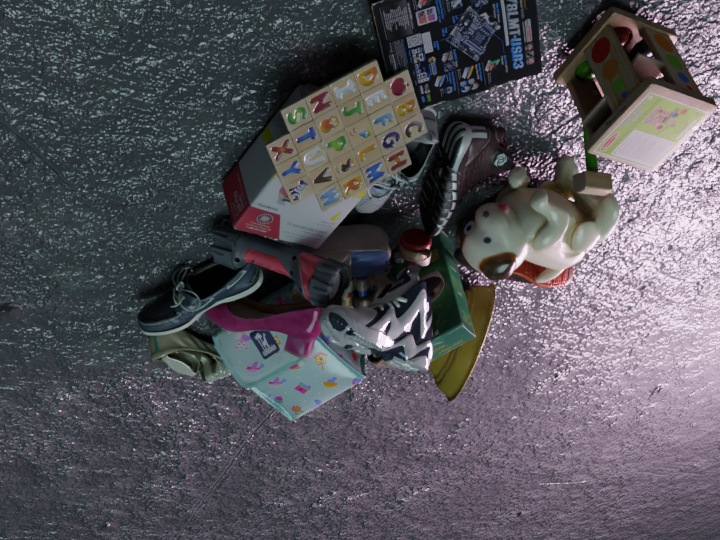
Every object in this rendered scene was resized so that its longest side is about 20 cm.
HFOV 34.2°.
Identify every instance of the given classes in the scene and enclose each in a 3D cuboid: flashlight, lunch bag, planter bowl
[{"bbox_3d":[-0.114,-0.006,1.602,0.198,0.068,0.068,17,139,23],"label":"flashlight"},{"bbox_3d":[-0.110,0.120,1.831,0.170,0.123,0.200,-31,126,25],"label":"lunch bag"},{"bbox_3d":[0.141,0.101,1.882,0.083,0.202,0.201,21,136,-5],"label":"planter bowl"}]

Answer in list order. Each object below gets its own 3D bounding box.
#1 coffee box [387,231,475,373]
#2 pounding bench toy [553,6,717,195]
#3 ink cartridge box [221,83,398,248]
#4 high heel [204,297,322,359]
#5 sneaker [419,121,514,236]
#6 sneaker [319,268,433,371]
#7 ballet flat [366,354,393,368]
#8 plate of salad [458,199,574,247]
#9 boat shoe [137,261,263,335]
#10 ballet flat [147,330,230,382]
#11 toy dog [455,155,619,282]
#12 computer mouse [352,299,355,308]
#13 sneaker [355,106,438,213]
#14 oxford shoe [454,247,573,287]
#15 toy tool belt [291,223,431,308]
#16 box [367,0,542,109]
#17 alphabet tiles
[{"bbox_3d":[0.092,0.042,1.732,0.122,0.201,0.044,-31,134,19],"label":"coffee box"},{"bbox_3d":[0.327,-0.215,1.525,0.123,0.157,0.200,10,137,-33],"label":"pounding bench toy"},{"bbox_3d":[-0.068,-0.132,1.538,0.144,0.084,0.200,13,134,-36],"label":"ink cartridge box"},{"bbox_3d":[-0.148,0.053,1.716,0.067,0.199,0.097,-43,155,-50],"label":"high heel"},{"bbox_3d":[0.158,-0.126,1.649,0.114,0.076,0.201,-6,142,-20],"label":"sneaker"},{"bbox_3d":[0.031,0.049,1.597,0.198,0.131,0.079,24,160,-33],"label":"sneaker"},{"bbox_3d":[0.057,0.097,1.913,0.066,0.069,0.201,5,138,-17],"label":"ballet flat"},{"bbox_3d":[0.249,-0.049,1.808,0.198,0.048,0.201,-11,144,-8],"label":"plate of salad"},{"bbox_3d":[-0.238,0.031,1.695,0.198,0.075,0.062,-21,146,4],"label":"boat shoe"},{"bbox_3d":[-0.255,0.143,1.845,0.069,0.070,0.199,-36,140,25],"label":"ballet flat"},{"bbox_3d":[0.232,-0.060,1.667,0.198,0.140,0.195,-13,143,-27],"label":"toy dog"},{"bbox_3d":[0.023,0.052,1.795,0.046,0.199,0.140,-57,171,26],"label":"computer mouse"},{"bbox_3d":[0.040,-0.140,1.572,0.074,0.083,0.201,5,139,-27],"label":"sneaker"},{"bbox_3d":[0.234,-0.017,1.772,0.198,0.072,0.072,14,170,-27],"label":"oxford shoe"},{"bbox_3d":[0.000,0.000,1.699,0.197,0.126,0.124,-2,130,-9],"label":"toy tool belt"},{"bbox_3d":[0.118,-0.295,1.427,0.196,0.050,0.201,-18,144,1],"label":"box"},{"bbox_3d":[-0.015,-0.164,1.446,0.199,0.006,0.167,-29,132,-7],"label":"alphabet tiles"}]
